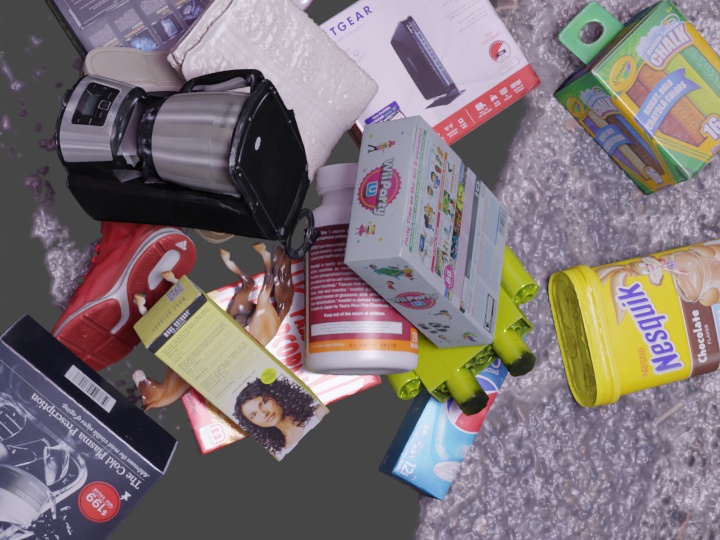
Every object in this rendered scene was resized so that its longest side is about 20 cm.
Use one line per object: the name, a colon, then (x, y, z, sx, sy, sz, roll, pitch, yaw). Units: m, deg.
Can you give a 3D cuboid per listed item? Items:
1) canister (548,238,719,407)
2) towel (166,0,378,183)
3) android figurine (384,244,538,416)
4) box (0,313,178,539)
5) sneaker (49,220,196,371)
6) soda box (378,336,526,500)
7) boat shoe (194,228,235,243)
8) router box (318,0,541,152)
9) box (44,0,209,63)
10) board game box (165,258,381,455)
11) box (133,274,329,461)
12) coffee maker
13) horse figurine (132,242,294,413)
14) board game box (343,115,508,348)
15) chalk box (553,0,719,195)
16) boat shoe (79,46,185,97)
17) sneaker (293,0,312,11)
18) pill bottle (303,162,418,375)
canister: (0.316, 0.051, 1.630, 0.199, 0.087, 0.149, -13, 89, -14)
towel: (-0.082, -0.191, 1.496, 0.200, 0.034, 0.133, 40, 84, -28)
android figurine: (0.093, 0.048, 1.550, 0.182, 0.041, 0.200, -39, 51, 9)
box: (-0.310, 0.181, 1.450, 0.200, 0.104, 0.182, 40, 100, -7)
sneaker: (-0.249, 0.010, 1.528, 0.200, 0.116, 0.078, -42, 131, 11)
soda box: (0.097, 0.135, 1.585, 0.064, 0.068, 0.201, 29, 80, -8)
boat shoe: (-0.103, -0.117, 1.561, 0.074, 0.069, 0.200, 36, 79, -7)
router box: (0.060, -0.216, 1.613, 0.200, 0.049, 0.180, -35, 93, -12)
box: (-0.204, -0.277, 1.560, 0.200, 0.051, 0.158, -35, 95, -12)
board game box: (-0.098, 0.081, 1.559, 0.199, 0.046, 0.152, -22, 90, -13)
box: (-0.121, 0.095, 1.459, 0.075, 0.050, 0.200, -46, 122, 1)
coffee maker: (-0.162, -0.089, 1.415, 0.199, 0.135, 0.193, 7, 126, 24)
horse figurine: (-0.139, 0.049, 1.492, 0.199, 0.050, 0.133, -25, 117, -21)
board game box: (0.067, -0.033, 1.453, 0.064, 0.200, 0.148, -6, 61, 29)
chalk box: (0.300, -0.199, 1.625, 0.200, 0.124, 0.124, 46, 78, -5)
boat shoe: (-0.186, -0.176, 1.521, 0.199, 0.063, 0.073, 5, 50, -27)
sneaker: (-0.072, -0.347, 1.555, 0.088, 0.080, 0.201, 27, 60, -17)
pill bottle: (0.000, 0.000, 1.504, 0.112, 0.113, 0.201, 1, 82, -12)
